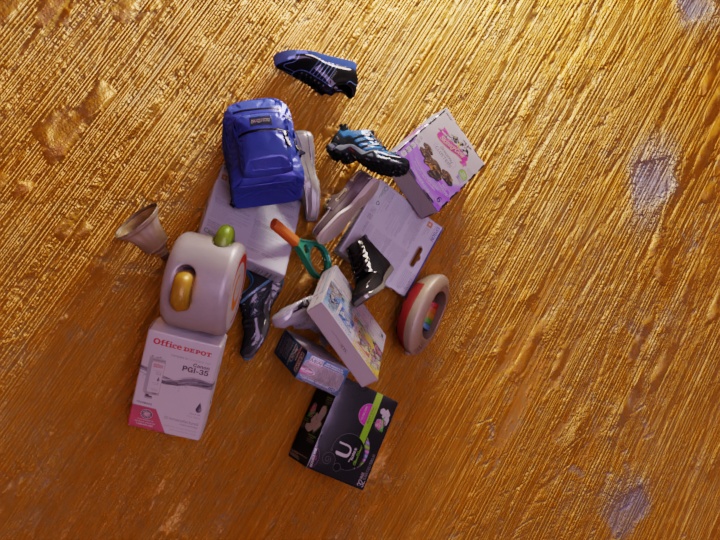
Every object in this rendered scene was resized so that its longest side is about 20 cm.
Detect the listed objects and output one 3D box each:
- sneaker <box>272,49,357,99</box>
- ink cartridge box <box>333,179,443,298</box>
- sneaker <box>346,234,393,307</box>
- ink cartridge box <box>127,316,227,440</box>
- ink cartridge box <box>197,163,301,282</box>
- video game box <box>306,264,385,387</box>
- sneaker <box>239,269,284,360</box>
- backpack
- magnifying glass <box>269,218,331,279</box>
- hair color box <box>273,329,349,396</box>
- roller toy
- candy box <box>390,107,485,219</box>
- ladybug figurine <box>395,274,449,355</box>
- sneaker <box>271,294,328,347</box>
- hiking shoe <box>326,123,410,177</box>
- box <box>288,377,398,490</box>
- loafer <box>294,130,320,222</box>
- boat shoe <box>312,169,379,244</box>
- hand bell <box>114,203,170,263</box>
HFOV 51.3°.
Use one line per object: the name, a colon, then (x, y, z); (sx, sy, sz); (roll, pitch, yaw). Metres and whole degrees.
sneaker: (-0.095, -0.426, 1.638); (0.199, 0.070, 0.079); (2, 81, -25)
ink cartridge box: (0.066, -0.071, 1.715); (0.200, 0.041, 0.200); (36, 75, -19)
sneaker: (0.000, 0.000, 1.584); (0.075, 0.200, 0.106); (-35, 99, 23)
ink cartridge box: (-0.354, 0.207, 1.451); (0.145, 0.083, 0.201); (14, 102, -6)
ink cartridge box: (-0.231, -0.099, 1.570); (0.195, 0.043, 0.201); (25, 53, -21)
video game box: (-0.024, 0.111, 1.537); (0.047, 0.182, 0.201); (-30, 106, 16)
sneaker: (-0.226, 0.087, 1.571); (0.081, 0.073, 0.201); (20, 71, -17)
backpack: (-0.195, -0.252, 1.518); (0.161, 0.168, 0.201); (-6, 67, -15)
magnifying glass: (-0.123, -0.049, 1.592); (0.200, 0.022, 0.080); (40, 47, -43)
hair color box: (-0.105, 0.186, 1.543); (0.100, 0.200, 0.061); (27, 89, -20)
roller toy: (-0.301, 0.025, 1.418); (0.139, 0.183, 0.201); (12, 52, -1)
candy box: (0.169, -0.248, 1.729); (0.200, 0.071, 0.168); (-44, 103, -30)
ladybug figurine: (0.136, 0.097, 1.710); (0.201, 0.072, 0.136); (-64, 150, -13)
sneaker: (-0.093, 0.111, 1.588); (0.199, 0.075, 0.116); (-23, 88, -48)
hiking shoe: (0.022, -0.268, 1.635); (0.199, 0.074, 0.087); (20, 75, 20)
box: (-0.037, 0.340, 1.614); (0.148, 0.124, 0.201); (27, 79, -21)
loafer: (-0.129, -0.202, 1.622); (0.069, 0.070, 0.202); (-7, 84, -18)
boat shoe: (-0.041, -0.141, 1.636); (0.059, 0.072, 0.200); (37, 71, 16)
hand bell: (-0.386, -0.026, 1.504); (0.104, 0.104, 0.200); (-45, 119, -18)
